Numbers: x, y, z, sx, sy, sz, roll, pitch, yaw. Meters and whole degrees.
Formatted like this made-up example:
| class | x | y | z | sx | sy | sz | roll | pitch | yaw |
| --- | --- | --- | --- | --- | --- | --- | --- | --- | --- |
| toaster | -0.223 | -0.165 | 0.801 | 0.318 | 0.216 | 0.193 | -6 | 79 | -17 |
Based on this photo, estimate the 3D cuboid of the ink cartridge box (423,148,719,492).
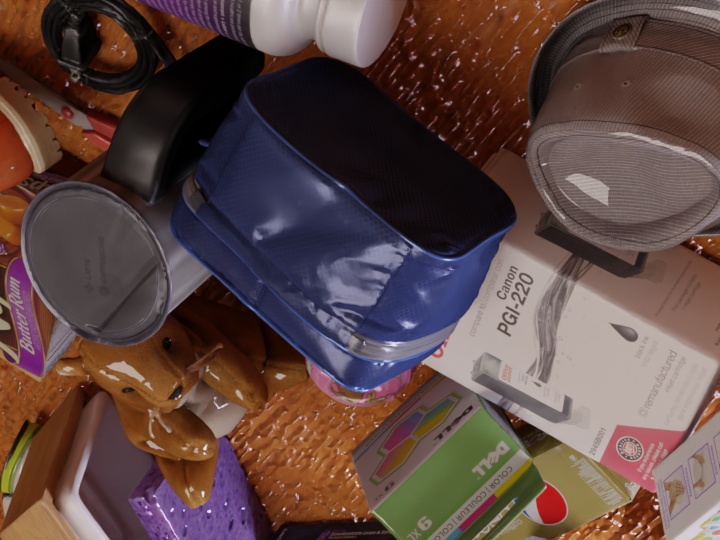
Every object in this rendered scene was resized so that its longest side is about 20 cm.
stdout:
| class | x | y | z | sx | sy | sz | roll | pitch | yaw |
| --- | --- | --- | --- | --- | --- | --- | --- | --- | --- |
| ink cartridge box | 0.143 | 0.033 | 1.546 | 0.199 | 0.085 | 0.146 | 30 | 138 | 12 |

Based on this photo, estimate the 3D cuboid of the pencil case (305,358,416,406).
| class | x | y | z | sx | sy | sz | roll | pitch | yaw |
| --- | --- | --- | --- | --- | --- | --- | --- | --- | --- |
| pencil case | 0.000 | 0.000 | 1.620 | 0.082 | 0.087 | 0.201 | -10 | 133 | -11 |

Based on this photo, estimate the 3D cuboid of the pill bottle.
| class | x | y | z | sx | sy | sz | roll | pitch | yaw |
| --- | --- | --- | --- | --- | --- | --- | --- | --- | --- |
| pill bottle | -0.071 | -0.200 | 1.466 | 0.199 | 0.112 | 0.112 | 23 | 137 | 16 |

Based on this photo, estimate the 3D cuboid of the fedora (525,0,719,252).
| class | x | y | z | sx | sy | sz | roll | pitch | yaw |
| --- | --- | --- | --- | --- | --- | --- | --- | --- | --- |
| fedora | 0.179 | -0.074 | 1.418 | 0.199 | 0.090 | 0.178 | 6 | 130 | 31 |

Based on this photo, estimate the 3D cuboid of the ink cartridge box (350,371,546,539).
| class | x | y | z | sx | sy | sz | roll | pitch | yaw |
| --- | --- | --- | --- | --- | --- | --- | --- | --- | --- |
| ink cartridge box | 0.057 | 0.135 | 1.600 | 0.104 | 0.200 | 0.059 | -44 | 102 | 4 |

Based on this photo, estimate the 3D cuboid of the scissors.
| class | x | y | z | sx | sy | sz | roll | pitch | yaw |
| --- | --- | --- | --- | --- | --- | --- | --- | --- | --- |
| scissors | -0.204 | -0.105 | 1.717 | 0.199 | 0.014 | 0.073 | 23 | 138 | 14 |

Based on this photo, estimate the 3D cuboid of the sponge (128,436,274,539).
| class | x | y | z | sx | sy | sz | roll | pitch | yaw |
| --- | --- | --- | --- | --- | --- | --- | --- | --- | --- |
| sponge | -0.111 | 0.220 | 1.869 | 0.030 | 0.112 | 0.201 | -8 | 122 | 29 |

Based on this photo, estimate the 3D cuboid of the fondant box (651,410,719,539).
| class | x | y | z | sx | sy | sz | roll | pitch | yaw |
| --- | --- | --- | --- | --- | --- | --- | --- | --- | --- |
| fondant box | 0.295 | 0.110 | 1.471 | 0.143 | 0.059 | 0.200 | 7 | 145 | -25 |

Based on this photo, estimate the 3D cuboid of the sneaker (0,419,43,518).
| class | x | y | z | sx | sy | sz | roll | pitch | yaw |
| --- | --- | --- | --- | --- | --- | --- | --- | --- | --- |
| sneaker | -0.260 | 0.219 | 2.007 | 0.080 | 0.074 | 0.201 | 20 | 137 | 15 |

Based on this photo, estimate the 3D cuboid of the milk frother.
| class | x | y | z | sx | sy | sz | roll | pitch | yaw |
| --- | --- | --- | --- | --- | --- | --- | --- | --- | --- |
| milk frother | -0.166 | -0.079 | 1.579 | 0.198 | 0.188 | 0.182 | 13 | 121 | 23 |

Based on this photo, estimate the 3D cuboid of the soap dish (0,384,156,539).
| class | x | y | z | sx | sy | sz | roll | pitch | yaw |
| --- | --- | --- | --- | --- | --- | --- | --- | --- | --- |
| soap dish | -0.208 | 0.202 | 1.859 | 0.081 | 0.200 | 0.158 | -29 | 109 | 13 |

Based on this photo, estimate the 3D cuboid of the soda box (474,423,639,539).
| class | x | y | z | sx | sy | sz | roll | pitch | yaw |
| --- | --- | --- | --- | --- | --- | --- | --- | --- | --- |
| soda box | 0.124 | 0.152 | 1.678 | 0.064 | 0.068 | 0.200 | 46 | 138 | -9 |

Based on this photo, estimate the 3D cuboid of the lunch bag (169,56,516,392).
| class | x | y | z | sx | sy | sz | roll | pitch | yaw |
| --- | --- | --- | --- | --- | --- | --- | --- | --- | --- |
| lunch bag | -0.021 | -0.029 | 1.457 | 0.200 | 0.136 | 0.133 | 41 | 121 | 16 |

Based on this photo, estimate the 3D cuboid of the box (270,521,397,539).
| class | x | y | z | sx | sy | sz | roll | pitch | yaw |
| --- | --- | --- | --- | --- | --- | --- | --- | --- | --- |
| box | 0.026 | 0.286 | 1.892 | 0.142 | 0.036 | 0.201 | -8 | 120 | 39 |

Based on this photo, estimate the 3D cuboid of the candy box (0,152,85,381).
| class | x | y | z | sx | sy | sz | roll | pitch | yaw |
| --- | --- | --- | --- | --- | --- | --- | --- | --- | --- |
| candy box | -0.267 | -0.018 | 1.810 | 0.116 | 0.057 | 0.201 | 30 | 137 | 8 |

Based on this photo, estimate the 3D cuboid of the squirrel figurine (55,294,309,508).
| class | x | y | z | sx | sy | sz | roll | pitch | yaw |
| --- | --- | --- | --- | --- | --- | --- | --- | --- | --- |
| squirrel figurine | -0.159 | 0.051 | 1.697 | 0.200 | 0.141 | 0.186 | 50 | -171 | 24 |

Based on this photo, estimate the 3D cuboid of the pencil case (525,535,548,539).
| class | x | y | z | sx | sy | sz | roll | pitch | yaw |
| --- | --- | --- | --- | --- | --- | --- | --- | --- | --- |
| pencil case | 0.204 | 0.230 | 1.632 | 0.198 | 0.091 | 0.084 | 3 | 110 | 1 |

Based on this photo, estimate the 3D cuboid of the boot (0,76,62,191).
| class | x | y | z | sx | sy | sz | roll | pitch | yaw |
| --- | --- | --- | --- | --- | --- | --- | --- | --- | --- |
| boot | -0.309 | -0.108 | 1.689 | 0.200 | 0.107 | 0.075 | 36 | 155 | 45 |
